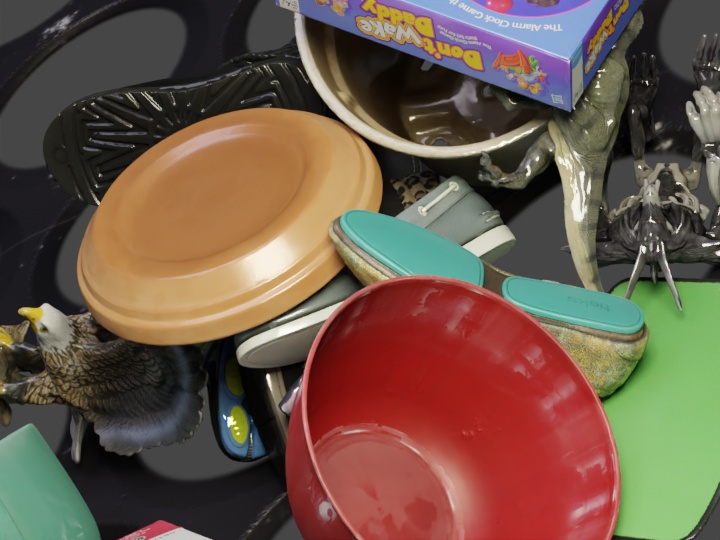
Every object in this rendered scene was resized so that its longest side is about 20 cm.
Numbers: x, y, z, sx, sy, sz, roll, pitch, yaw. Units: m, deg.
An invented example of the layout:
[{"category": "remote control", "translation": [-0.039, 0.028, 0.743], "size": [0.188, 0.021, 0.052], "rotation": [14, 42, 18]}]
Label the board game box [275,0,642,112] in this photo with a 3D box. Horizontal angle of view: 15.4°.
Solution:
[{"category": "board game box", "translation": [0.065, -0.186, 1.584], "size": [0.200, 0.045, 0.135], "rotation": [22, 57, 21]}]

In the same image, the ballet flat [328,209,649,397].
[{"category": "ballet flat", "translation": [0.069, 0.026, 1.562], "size": [0.071, 0.200, 0.071], "rotation": [-162, 90, -87]}]

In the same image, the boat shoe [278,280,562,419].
[{"category": "boat shoe", "translation": [0.042, 0.058, 1.618], "size": [0.200, 0.093, 0.075], "rotation": [-44, 34, -12]}]

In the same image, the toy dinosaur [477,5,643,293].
[{"category": "toy dinosaur", "translation": [0.117, -0.083, 1.584], "size": [0.088, 0.047, 0.201], "rotation": [7, 87, 1]}]

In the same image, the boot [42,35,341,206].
[{"category": "boot", "translation": [-0.096, -0.106, 1.798], "size": [0.211, 0.080, 0.158], "rotation": [-10, 14, 16]}]

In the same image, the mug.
[{"category": "mug", "translation": [-0.242, 0.186, 1.655], "size": [0.152, 0.115, 0.185], "rotation": [-33, 0, 15]}]

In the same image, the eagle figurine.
[{"category": "eagle figurine", "translation": [-0.168, 0.047, 1.753], "size": [0.200, 0.152, 0.151], "rotation": [-16, 3, 19]}]

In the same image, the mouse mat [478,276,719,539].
[{"category": "mouse mat", "translation": [0.170, 0.079, 1.554], "size": [0.161, 0.008, 0.200], "rotation": [2, 49, 44]}]

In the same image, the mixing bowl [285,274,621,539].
[{"category": "mixing bowl", "translation": [0.033, 0.116, 1.490], "size": [0.108, 0.200, 0.200], "rotation": [-45, 17, 49]}]

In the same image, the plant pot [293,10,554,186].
[{"category": "plant pot", "translation": [0.072, -0.142, 1.724], "size": [0.200, 0.184, 0.201], "rotation": [-3, 75, 10]}]

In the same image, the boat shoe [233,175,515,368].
[{"category": "boat shoe", "translation": [0.000, 0.000, 1.626], "size": [0.200, 0.062, 0.073], "rotation": [-24, -14, -25]}]

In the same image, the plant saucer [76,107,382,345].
[{"category": "plant saucer", "translation": [-0.085, -0.036, 1.627], "size": [0.200, 0.038, 0.200], "rotation": [-16, 38, 13]}]

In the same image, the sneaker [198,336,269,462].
[{"category": "sneaker", "translation": [-0.081, 0.056, 1.769], "size": [0.083, 0.071, 0.200], "rotation": [-56, 30, 33]}]

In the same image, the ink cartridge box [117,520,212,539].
[{"category": "ink cartridge box", "translation": [-0.133, 0.214, 1.502], "size": [0.147, 0.086, 0.200], "rotation": [-23, 7, -19]}]

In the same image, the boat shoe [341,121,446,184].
[{"category": "boat shoe", "translation": [0.005, -0.089, 1.866], "size": [0.072, 0.060, 0.202], "rotation": [-33, 33, 3]}]

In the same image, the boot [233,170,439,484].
[{"category": "boot", "translation": [-0.005, 0.031, 1.688], "size": [0.150, 0.073, 0.200], "rotation": [-10, 72, -14]}]

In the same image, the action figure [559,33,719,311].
[{"category": "action figure", "translation": [0.182, -0.067, 1.639], "size": [0.119, 0.102, 0.200], "rotation": [-6, 39, 16]}]
